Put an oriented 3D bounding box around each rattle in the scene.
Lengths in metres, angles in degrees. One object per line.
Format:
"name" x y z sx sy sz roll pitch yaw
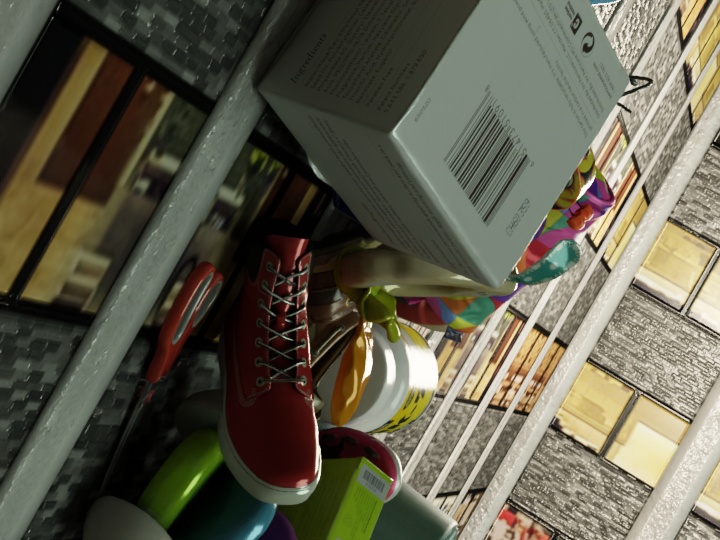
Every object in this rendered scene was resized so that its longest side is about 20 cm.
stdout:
"rattle" 0.080 0.044 1.266 0.130 0.198 0.145 135 -44 -58

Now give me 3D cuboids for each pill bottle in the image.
"pill bottle" 0.002 0.099 1.535 0.115 0.114 0.200 -60 165 3

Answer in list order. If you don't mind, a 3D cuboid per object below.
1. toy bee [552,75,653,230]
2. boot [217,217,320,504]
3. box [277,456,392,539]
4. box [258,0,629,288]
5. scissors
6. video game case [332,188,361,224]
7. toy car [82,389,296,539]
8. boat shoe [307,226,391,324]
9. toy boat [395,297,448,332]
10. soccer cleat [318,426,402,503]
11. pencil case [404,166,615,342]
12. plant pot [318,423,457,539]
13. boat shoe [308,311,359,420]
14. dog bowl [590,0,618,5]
"toy bee" 0.137 -0.081 1.269 0.130 0.199 0.110 -28 111 -31
"boot" -0.060 0.059 1.182 0.201 0.072 0.145 -106 -153 -47
"box" -0.071 0.223 1.376 0.199 0.048 0.123 -10 -132 49
"box" 0.065 -0.132 1.136 0.201 0.130 0.199 -56 141 -15
"scissors" -0.154 0.080 1.174 0.201 0.014 0.073 -59 173 7
"video game case" 0.042 -0.157 1.307 0.182 0.045 0.201 -52 164 -23
"toy car" -0.120 0.209 1.253 0.175 0.149 0.201 -49 165 -37
"boat shoe" 0.000 0.000 1.381 0.200 0.071 0.068 -20 103 -61
"toy boat" 0.085 -0.049 1.550 0.201 0.130 0.131 -53 141 -25
"soccer cleat" -0.023 0.177 1.477 0.086 0.199 0.071 6 85 -47
"pencil case" 0.131 -0.027 1.421 0.200 0.089 0.088 -44 172 23
"plant pot" -0.018 0.269 1.634 0.201 0.195 0.201 -53 163 -24
"boat shoe" -0.068 0.107 1.395 0.201 0.071 0.076 -60 165 1
"dog bowl" 0.174 -0.274 1.355 0.198 0.049 0.113 -13 122 -38
